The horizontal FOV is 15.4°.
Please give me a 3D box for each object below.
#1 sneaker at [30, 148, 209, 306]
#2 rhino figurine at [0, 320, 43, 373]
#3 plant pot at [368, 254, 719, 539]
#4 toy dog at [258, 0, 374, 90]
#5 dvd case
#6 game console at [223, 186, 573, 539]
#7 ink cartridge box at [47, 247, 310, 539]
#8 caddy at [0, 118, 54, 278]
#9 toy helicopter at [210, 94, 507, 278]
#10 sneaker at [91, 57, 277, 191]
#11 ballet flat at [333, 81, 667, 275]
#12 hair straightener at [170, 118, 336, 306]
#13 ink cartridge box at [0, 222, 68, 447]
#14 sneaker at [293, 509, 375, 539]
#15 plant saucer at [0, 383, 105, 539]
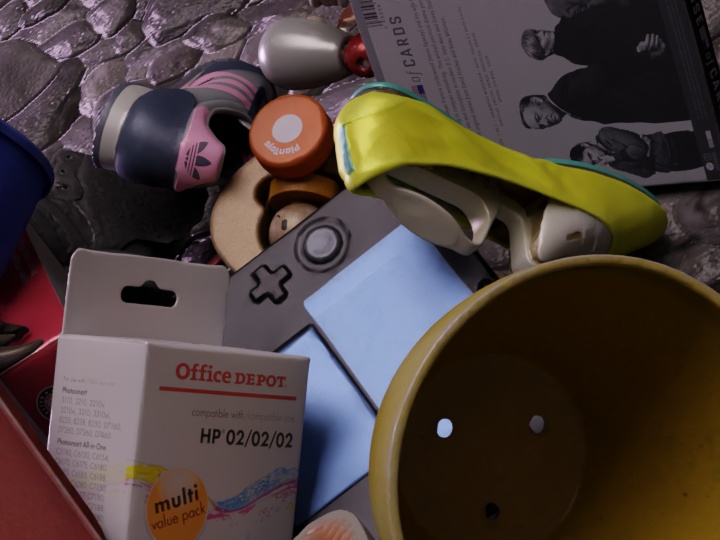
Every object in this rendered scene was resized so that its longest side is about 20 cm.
[{"bbox_3d":[-0.182,-0.026,1.562,0.060,0.200,0.104,-54,36,45],"label":"sneaker"},{"bbox_3d":[-0.247,0.038,1.376,0.200,0.060,0.087,-4,37,29],"label":"rhino figurine"},{"bbox_3d":[0.084,0.092,1.238,0.200,0.200,0.142,-44,13,-13],"label":"plant pot"},{"bbox_3d":[0.047,-0.147,1.558,0.200,0.132,0.096,17,41,11],"label":"toy dog"},{"bbox_3d":[0.098,-0.112,1.459,0.200,0.150,0.025,-4,25,33],"label":"dvd case"},{"bbox_3d":[0.003,0.059,1.380,0.177,0.031,0.200,-35,60,-3],"label":"game console"},{"bbox_3d":[-0.092,0.094,1.319,0.068,0.115,0.200,3,88,43],"label":"ink cartridge box"},{"bbox_3d":[-0.253,-0.067,1.397,0.141,0.200,0.105,2,64,41],"label":"caddy"},{"bbox_3d":[0.000,0.000,1.460,0.200,0.079,0.132,27,74,28],"label":"toy helicopter"},{"bbox_3d":[-0.081,-0.078,1.577,0.082,0.070,0.200,20,19,18],"label":"sneaker"},{"bbox_3d":[0.072,-0.031,1.375,0.067,0.200,0.067,-41,36,44],"label":"ballet flat"},{"bbox_3d":[-0.046,-0.016,1.544,0.200,0.041,0.077,-40,38,-10],"label":"hair straightener"},{"bbox_3d":[-0.221,0.097,1.463,0.200,0.145,0.145,-33,37,-1],"label":"ink cartridge box"},{"bbox_3d":[0.018,0.189,1.228,0.071,0.080,0.200,-39,27,11],"label":"sneaker"},{"bbox_3d":[-0.228,0.107,1.303,0.200,0.200,0.037,-42,-10,30],"label":"plant saucer"}]
